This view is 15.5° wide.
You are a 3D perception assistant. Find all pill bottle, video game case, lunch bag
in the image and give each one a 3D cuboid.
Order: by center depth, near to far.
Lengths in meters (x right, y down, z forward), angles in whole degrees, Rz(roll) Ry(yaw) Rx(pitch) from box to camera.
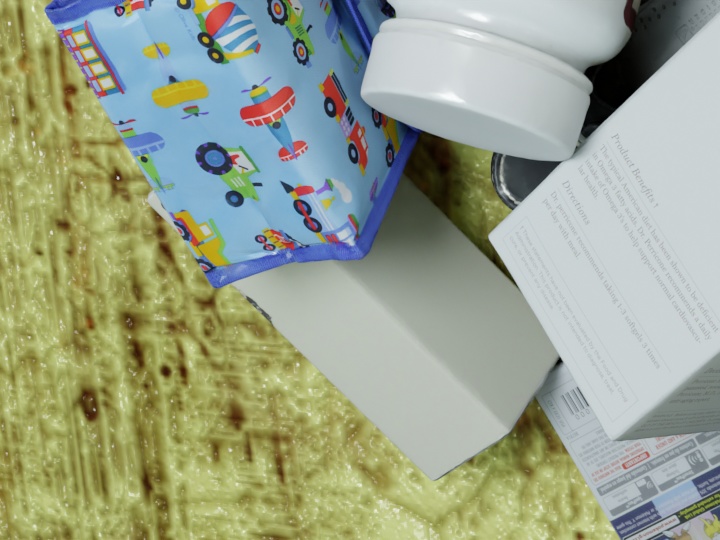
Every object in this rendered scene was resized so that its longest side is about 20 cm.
[{"bbox_3d":[0.073,-0.156,1.140,0.114,0.114,0.200,14,83,28],"label":"pill bottle"},{"bbox_3d":[-0.027,-0.115,1.190,0.094,0.200,0.151,-10,121,36],"label":"lunch bag"},{"bbox_3d":[0.201,0.088,1.246,0.200,0.023,0.182,-32,88,35],"label":"video game case"}]

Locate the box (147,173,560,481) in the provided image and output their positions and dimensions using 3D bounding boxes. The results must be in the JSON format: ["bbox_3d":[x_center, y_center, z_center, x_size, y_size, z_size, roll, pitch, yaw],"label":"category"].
[{"bbox_3d":[0.000,0.000,1.272,0.200,0.082,0.068,46,136,-7],"label":"box"}]

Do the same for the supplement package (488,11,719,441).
[{"bbox_3d":[0.177,-0.031,1.142,0.200,0.117,0.117,-44,63,32],"label":"supplement package"}]

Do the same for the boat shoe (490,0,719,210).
[{"bbox_3d":[0.124,-0.085,1.211,0.200,0.060,0.074,-35,86,35],"label":"boat shoe"}]
